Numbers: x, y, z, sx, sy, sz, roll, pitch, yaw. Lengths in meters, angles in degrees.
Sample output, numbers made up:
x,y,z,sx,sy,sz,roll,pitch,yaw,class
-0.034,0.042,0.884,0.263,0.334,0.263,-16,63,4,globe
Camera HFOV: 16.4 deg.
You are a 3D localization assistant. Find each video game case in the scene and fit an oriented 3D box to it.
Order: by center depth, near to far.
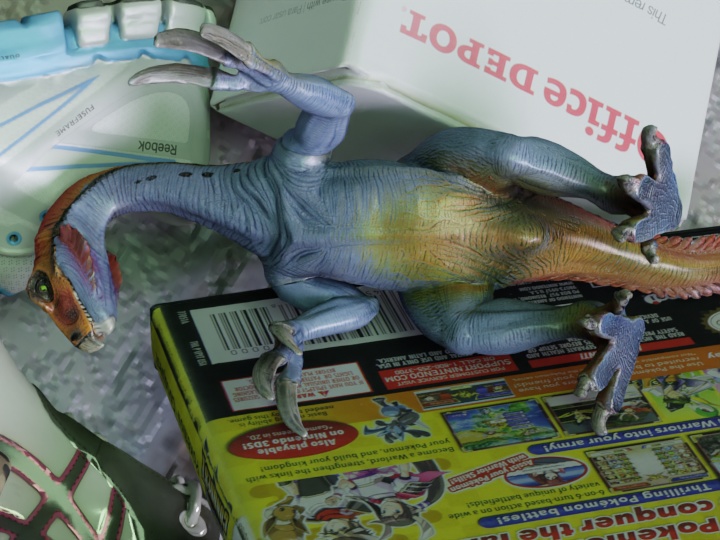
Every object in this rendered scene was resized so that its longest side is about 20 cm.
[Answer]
x,y,z,sx,sy,sz,roll,pitch,yaw,class
0.052,0.048,0.728,0.199,0.181,0.026,-8,119,-13,video game case

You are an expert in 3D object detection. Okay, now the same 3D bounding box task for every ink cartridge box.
x,y,z,sx,sy,sz,roll,pitch,yaw,class
0.049,-0.124,0.833,0.145,0.087,0.201,22,71,-32,ink cartridge box

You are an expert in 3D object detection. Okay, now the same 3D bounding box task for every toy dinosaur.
x,y,z,sx,sy,sz,roll,pitch,yaw,class
0.000,0.000,0.750,0.200,0.181,0.105,18,81,-58,toy dinosaur

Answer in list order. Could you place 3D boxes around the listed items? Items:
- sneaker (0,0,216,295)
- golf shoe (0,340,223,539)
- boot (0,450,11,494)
x,y,z,sx,sy,sz,roll,pitch,yaw,class
-0.133,-0.033,0.777,0.199,0.075,0.087,-8,88,-21,sneaker
-0.091,0.072,0.763,0.088,0.077,0.201,-24,97,-10,golf shoe
-0.190,0.071,0.595,0.151,0.073,0.200,42,68,-21,boot
